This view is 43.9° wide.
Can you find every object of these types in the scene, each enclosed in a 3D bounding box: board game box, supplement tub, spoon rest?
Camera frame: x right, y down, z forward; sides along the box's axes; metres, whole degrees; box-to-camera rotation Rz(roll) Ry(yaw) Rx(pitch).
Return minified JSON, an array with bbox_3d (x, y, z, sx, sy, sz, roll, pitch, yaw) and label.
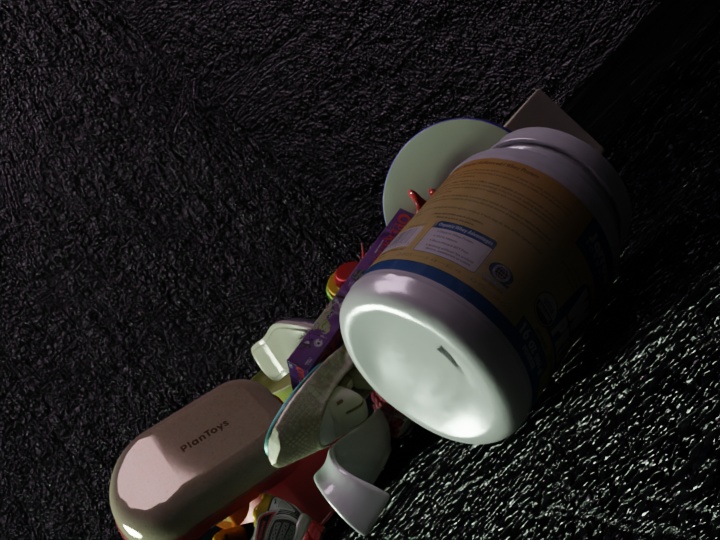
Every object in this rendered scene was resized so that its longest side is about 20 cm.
[{"bbox_3d":[-0.002,0.047,0.876,0.201,0.032,0.121,-53,-26,-28],"label":"board game box"},{"bbox_3d":[0.095,0.005,0.635,0.200,0.145,0.145,-48,0,-30],"label":"supplement tub"},{"bbox_3d":[-0.008,0.179,0.818,0.100,0.060,0.200,-58,1,1],"label":"spoon rest"}]

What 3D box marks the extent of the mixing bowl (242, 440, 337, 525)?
[{"bbox_3d":[-0.078,0.227,1.012,0.200,0.108,0.200,-47,1,1],"label":"mixing bowl"}]

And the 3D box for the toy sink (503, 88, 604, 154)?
[{"bbox_3d":[0.218,-0.125,1.232,0.200,0.130,0.112,-49,1,-28],"label":"toy sink"}]

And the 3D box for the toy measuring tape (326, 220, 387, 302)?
[{"bbox_3d":[0.000,0.000,1.103,0.074,0.073,0.201,-48,19,39],"label":"toy measuring tape"}]

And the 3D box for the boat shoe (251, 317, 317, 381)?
[{"bbox_3d":[-0.062,0.077,0.991,0.063,0.073,0.200,-36,5,-27],"label":"boat shoe"}]

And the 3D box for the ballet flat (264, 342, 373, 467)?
[{"bbox_3d":[-0.007,0.101,0.795,0.200,0.062,0.068,-49,-37,-36],"label":"ballet flat"}]

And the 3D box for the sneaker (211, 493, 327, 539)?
[{"bbox_3d":[-0.119,0.292,0.873,0.200,0.082,0.078,-49,0,18],"label":"sneaker"}]

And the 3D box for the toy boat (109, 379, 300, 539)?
[{"bbox_3d":[-0.148,0.213,0.897,0.199,0.130,0.132,-30,-48,-21],"label":"toy boat"}]

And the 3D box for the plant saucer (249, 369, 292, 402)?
[{"bbox_3d":[-0.057,0.115,1.099,0.199,0.031,0.200,-30,9,5],"label":"plant saucer"}]

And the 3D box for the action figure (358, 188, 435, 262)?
[{"bbox_3d":[0.030,-0.002,1.009,0.065,0.052,0.201,7,66,52],"label":"action figure"}]

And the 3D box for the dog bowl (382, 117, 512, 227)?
[{"bbox_3d":[0.129,-0.084,1.090,0.200,0.200,0.079,-48,-7,14],"label":"dog bowl"}]

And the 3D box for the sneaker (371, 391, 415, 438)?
[{"bbox_3d":[0.073,0.075,0.893,0.080,0.074,0.202,31,100,57],"label":"sneaker"}]
